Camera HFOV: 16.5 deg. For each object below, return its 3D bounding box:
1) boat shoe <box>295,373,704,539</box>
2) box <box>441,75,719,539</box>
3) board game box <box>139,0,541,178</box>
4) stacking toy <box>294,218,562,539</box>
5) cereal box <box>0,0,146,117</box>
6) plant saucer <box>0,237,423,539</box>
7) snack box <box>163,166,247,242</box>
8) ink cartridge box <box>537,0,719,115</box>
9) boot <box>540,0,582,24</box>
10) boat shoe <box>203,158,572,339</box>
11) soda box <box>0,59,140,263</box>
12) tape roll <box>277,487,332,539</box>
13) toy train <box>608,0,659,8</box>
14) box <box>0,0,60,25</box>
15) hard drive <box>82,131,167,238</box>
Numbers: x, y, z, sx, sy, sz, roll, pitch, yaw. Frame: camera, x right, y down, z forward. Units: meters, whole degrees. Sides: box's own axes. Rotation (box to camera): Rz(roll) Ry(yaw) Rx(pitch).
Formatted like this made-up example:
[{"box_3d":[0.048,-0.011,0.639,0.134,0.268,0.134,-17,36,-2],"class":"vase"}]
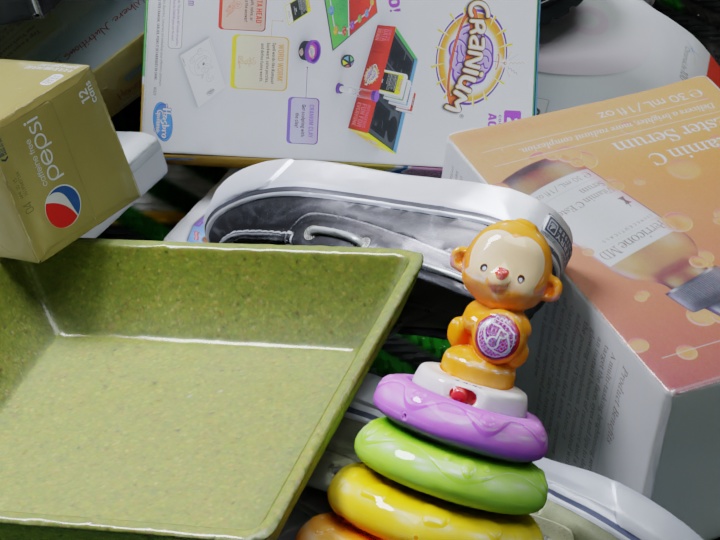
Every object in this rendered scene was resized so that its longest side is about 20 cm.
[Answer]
[{"box_3d":[0.061,0.113,1.055,0.199,0.072,0.062,25,62,5],"class":"boat shoe"},{"box_3d":[0.144,0.018,1.159,0.151,0.107,0.200,-14,43,-25],"class":"box"},{"box_3d":[-0.009,-0.125,1.248,0.198,0.154,0.040,4,-4,-3],"class":"board game box"},{"box_3d":[0.034,0.077,0.947,0.115,0.201,0.110,18,6,14],"class":"stacking toy"},{"box_3d":[-0.161,-0.162,1.343,0.144,0.040,0.200,-37,50,-3],"class":"cereal box"},{"box_3d":[-0.091,0.060,1.007,0.198,0.048,0.200,2,32,21],"class":"plant saucer"},{"box_3d":[-0.023,-0.048,1.281,0.071,0.024,0.200,20,40,17],"class":"snack box"},{"box_3d":[0.161,-0.085,1.339,0.198,0.057,0.163,8,38,9],"class":"ink cartridge box"},{"box_3d":[0.017,-0.201,1.318,0.199,0.169,0.077,-11,30,1],"class":"boot"},{"box_3d":[0.000,0.000,1.115,0.199,0.072,0.068,7,56,36],"class":"boat shoe"},{"box_3d":[-0.192,-0.056,1.138,0.199,0.068,0.064,8,36,47],"class":"soda box"},{"box_3d":[-0.094,0.071,1.113,0.201,0.037,0.203,4,38,-3],"class":"tape roll"},{"box_3d":[0.128,-0.230,1.459,0.085,0.115,0.200,-6,39,-17],"class":"toy train"},{"box_3d":[-0.216,-0.167,1.263,0.199,0.048,0.193,-8,28,21],"class":"box"},{"box_3d":[-0.198,-0.008,1.172,0.131,0.027,0.200,4,33,32],"class":"hard drive"}]
